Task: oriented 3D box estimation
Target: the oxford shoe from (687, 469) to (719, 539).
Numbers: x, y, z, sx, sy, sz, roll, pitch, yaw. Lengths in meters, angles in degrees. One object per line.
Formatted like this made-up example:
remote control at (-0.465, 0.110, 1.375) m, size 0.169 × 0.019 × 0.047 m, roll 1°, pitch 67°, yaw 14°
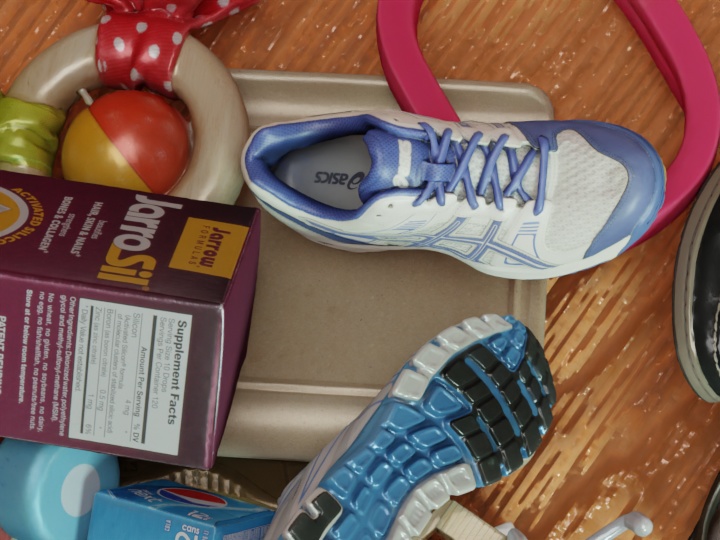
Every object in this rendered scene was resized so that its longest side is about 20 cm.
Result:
oxford shoe at (0.220, 0.076, 1.364) m, size 0.072 × 0.084 × 0.201 m, roll 24°, pitch 82°, yaw 10°

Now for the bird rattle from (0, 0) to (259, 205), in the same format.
bird rattle at (-0.122, -0.075, 1.402) m, size 0.200 × 0.113 × 0.163 m, roll -32°, pitch 70°, yaw -12°

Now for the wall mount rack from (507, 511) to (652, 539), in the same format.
wall mount rack at (0.149, 0.192, 1.292) m, size 0.074 × 0.174 × 0.200 m, roll -33°, pitch 103°, yaw 2°

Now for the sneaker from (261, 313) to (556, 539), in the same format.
sneaker at (0.008, 0.093, 1.308) m, size 0.200 × 0.087 × 0.075 m, roll -43°, pitch 102°, yaw -29°

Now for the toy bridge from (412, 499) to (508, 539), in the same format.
toy bridge at (-0.014, 0.189, 1.324) m, size 0.067 × 0.027 × 0.200 m, roll 34°, pitch 85°, yaw 8°

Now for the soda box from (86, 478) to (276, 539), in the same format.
soda box at (-0.097, 0.203, 1.321) m, size 0.068 × 0.064 × 0.201 m, roll 13°, pitch 97°, yaw 25°

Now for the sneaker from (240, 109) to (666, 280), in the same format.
sneaker at (0.039, -0.038, 1.317) m, size 0.199 × 0.088 × 0.076 m, roll -1°, pitch 81°, yaw 21°

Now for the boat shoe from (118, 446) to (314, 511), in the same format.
boat shoe at (-0.065, 0.099, 1.398) m, size 0.199 × 0.063 × 0.074 m, roll 5°, pitch 57°, yaw 2°

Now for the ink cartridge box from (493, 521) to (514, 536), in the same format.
ink cartridge box at (0.003, 0.213, 1.367) m, size 0.199 × 0.068 × 0.117 m, roll -23°, pitch 81°, yaw 1°

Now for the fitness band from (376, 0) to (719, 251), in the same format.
fitness band at (0.092, -0.097, 1.399) m, size 0.143 × 0.037 × 0.200 m, roll -27°, pitch 67°, yaw -7°

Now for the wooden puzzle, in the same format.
wooden puzzle at (0.000, 0.000, 1.397) m, size 0.184 × 0.037 × 0.201 m, roll 3°, pitch 67°, yaw 4°

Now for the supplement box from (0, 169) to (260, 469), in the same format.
supplement box at (-0.153, 0.015, 1.300) m, size 0.199 × 0.110 × 0.086 m, roll 8°, pitch 116°, yaw 3°

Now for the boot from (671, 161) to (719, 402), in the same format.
boot at (0.240, -0.025, 1.334) m, size 0.150 × 0.073 × 0.201 m, roll 4°, pitch 56°, yaw 41°

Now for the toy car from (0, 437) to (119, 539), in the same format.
toy car at (-0.250, 0.112, 1.301) m, size 0.184 × 0.200 × 0.178 m, roll 11°, pitch 82°, yaw 39°
